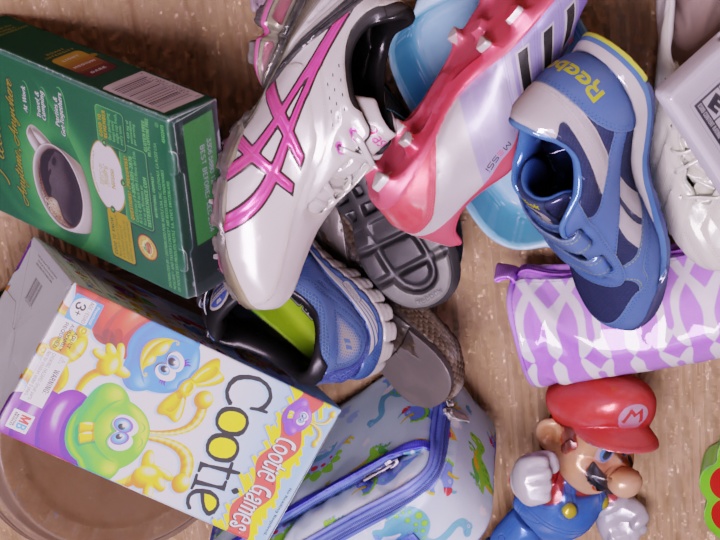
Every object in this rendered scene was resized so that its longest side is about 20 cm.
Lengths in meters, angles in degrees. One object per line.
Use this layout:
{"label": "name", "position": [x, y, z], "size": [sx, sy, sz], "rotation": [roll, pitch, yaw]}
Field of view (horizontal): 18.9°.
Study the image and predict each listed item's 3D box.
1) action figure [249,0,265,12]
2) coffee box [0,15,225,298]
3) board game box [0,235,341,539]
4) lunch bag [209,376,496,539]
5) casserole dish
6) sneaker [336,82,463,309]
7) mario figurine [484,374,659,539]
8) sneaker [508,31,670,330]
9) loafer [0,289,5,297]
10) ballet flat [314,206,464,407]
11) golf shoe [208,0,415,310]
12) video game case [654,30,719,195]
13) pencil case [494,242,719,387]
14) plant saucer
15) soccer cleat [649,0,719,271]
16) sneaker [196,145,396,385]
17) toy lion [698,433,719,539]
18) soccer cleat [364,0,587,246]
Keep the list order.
{"label": "action figure", "position": [-0.089, -0.238, 1.256], "size": [0.198, 0.134, 0.150], "rotation": [2, 78, -8]}
{"label": "coffee box", "position": [-0.162, -0.072, 1.311], "size": [0.199, 0.044, 0.124], "rotation": [22, 129, 38]}
{"label": "board game box", "position": [-0.132, 0.077, 1.355], "size": [0.199, 0.105, 0.103], "rotation": [27, 95, -27]}
{"label": "lunch bag", "position": [-0.006, 0.155, 1.419], "size": [0.199, 0.161, 0.083], "rotation": [-30, 113, 23]}
{"label": "casserole dish", "position": [0.099, -0.103, 1.327], "size": [0.121, 0.039, 0.201], "rotation": [-23, 114, 19]}
{"label": "sneaker", "position": [0.004, -0.072, 1.340], "size": [0.075, 0.079, 0.201], "rotation": [-23, 96, 24]}
{"label": "mario figurine", "position": [0.144, 0.155, 1.428], "size": [0.106, 0.124, 0.201], "rotation": [27, 125, 5]}
{"label": "sneaker", "position": [0.127, -0.039, 1.257], "size": [0.074, 0.082, 0.201], "rotation": [29, 145, 42]}
{"label": "loafer", "position": [-0.204, 0.110, 1.467], "size": [0.072, 0.072, 0.201], "rotation": [-22, 115, 19]}
{"label": "ballet flat", "position": [0.000, 0.000, 1.379], "size": [0.200, 0.046, 0.067], "rotation": [50, 126, 3]}
{"label": "golf shoe", "position": [-0.028, -0.072, 1.247], "size": [0.092, 0.072, 0.201], "rotation": [13, 90, 30]}
{"label": "video game case", "position": [0.286, -0.090, 1.260], "size": [0.182, 0.023, 0.200], "rotation": [-41, 119, -6]}
{"label": "pencil case", "position": [0.190, 0.018, 1.359], "size": [0.199, 0.084, 0.086], "rotation": [-13, 120, 15]}
{"label": "plant saucer", "position": [-0.159, 0.099, 1.426], "size": [0.199, 0.029, 0.202], "rotation": [-7, 109, -22]}
{"label": "soccer cleat", "position": [0.201, -0.093, 1.271], "size": [0.069, 0.078, 0.201], "rotation": [-4, 103, 8]}
{"label": "sneaker", "position": [-0.070, -0.005, 1.332], "size": [0.200, 0.089, 0.079], "rotation": [42, 122, 19]}
{"label": "toy lion", "position": [0.315, 0.177, 1.457], "size": [0.190, 0.069, 0.201], "rotation": [19, 121, 4]}
{"label": "soccer cleat", "position": [0.081, -0.105, 1.259], "size": [0.076, 0.067, 0.200], "rotation": [32, 101, -28]}
